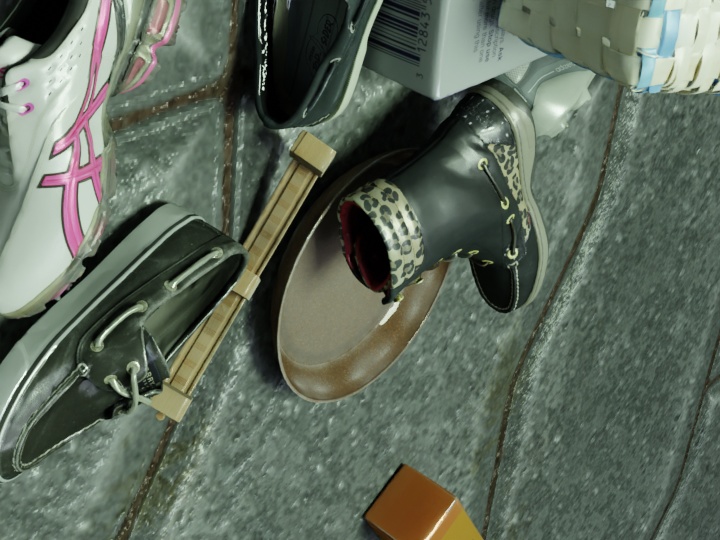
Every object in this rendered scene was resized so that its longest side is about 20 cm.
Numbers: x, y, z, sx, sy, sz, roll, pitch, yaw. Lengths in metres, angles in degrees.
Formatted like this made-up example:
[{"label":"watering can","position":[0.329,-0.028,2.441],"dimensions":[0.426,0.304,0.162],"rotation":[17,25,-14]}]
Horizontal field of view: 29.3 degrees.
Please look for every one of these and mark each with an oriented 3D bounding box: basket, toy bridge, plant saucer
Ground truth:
[{"label":"basket","position":[0.194,-0.179,0.803],"dimensions":[0.199,0.176,0.140],"rotation":[-14,122,-36]},{"label":"toy bridge","position":[-0.078,0.007,0.873],"dimensions":[0.201,0.027,0.067],"rotation":[-60,-177,-4]},{"label":"plant saucer","position":[0.000,0.000,1.000],"dimensions":[0.200,0.032,0.201],"rotation":[-34,139,-35]}]

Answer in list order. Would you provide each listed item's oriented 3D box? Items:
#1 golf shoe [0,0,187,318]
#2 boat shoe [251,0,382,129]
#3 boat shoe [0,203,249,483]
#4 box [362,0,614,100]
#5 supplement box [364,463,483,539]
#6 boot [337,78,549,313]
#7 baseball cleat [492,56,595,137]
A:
[{"label":"golf shoe","position":[-0.161,-0.077,0.681],"dimensions":[0.092,0.072,0.201],"rotation":[20,88,-52]},{"label":"boat shoe","position":[-0.027,-0.169,0.790],"dimensions":[0.066,0.074,0.200],"rotation":[-37,152,-52]},{"label":"boat shoe","position":[-0.141,0.046,0.784],"dimensions":[0.200,0.063,0.071],"rotation":[-52,157,-23]},{"label":"box","position":[0.081,-0.232,0.864],"dimensions":[0.199,0.105,0.185],"rotation":[-26,134,-41]},{"label":"supplement box","position":[0.071,0.255,1.268],"dimensions":[0.067,0.069,0.200],"rotation":[-51,145,-15]},{"label":"boot","position":[0.059,-0.019,0.979],"dimensions":[0.153,0.073,0.204],"rotation":[-38,140,-27]},{"label":"baseball cleat","position":[0.141,-0.175,1.028],"dimensions":[0.070,0.107,0.200],"rotation":[-36,-168,30]}]
